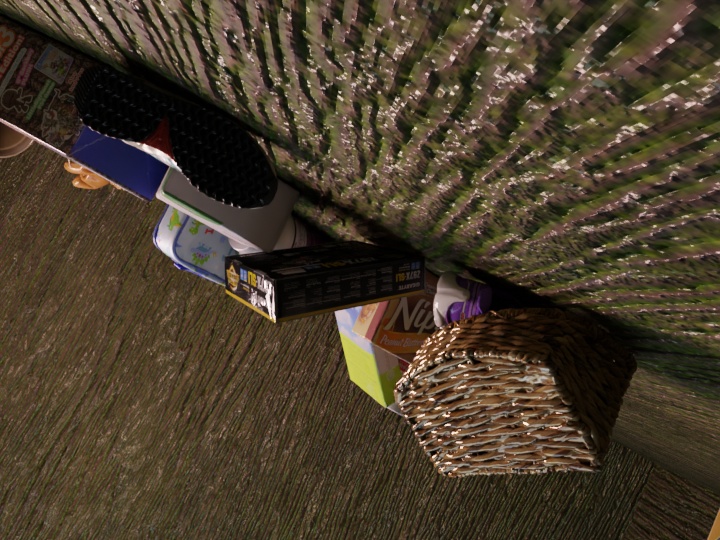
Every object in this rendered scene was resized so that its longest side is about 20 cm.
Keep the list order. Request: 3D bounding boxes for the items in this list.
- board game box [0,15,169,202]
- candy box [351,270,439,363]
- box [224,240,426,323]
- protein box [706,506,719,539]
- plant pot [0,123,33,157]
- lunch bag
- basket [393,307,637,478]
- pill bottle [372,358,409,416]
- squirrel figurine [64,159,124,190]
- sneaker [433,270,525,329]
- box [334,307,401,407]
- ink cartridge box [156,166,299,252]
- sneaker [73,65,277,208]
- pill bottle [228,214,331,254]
[{"bbox_3d":[-0.335,-0.184,0.672,0.195,0.099,0.159,27,175,14],"label":"board game box"},{"bbox_3d":[0.093,0.075,0.805,0.197,0.118,0.055,31,172,-34],"label":"candy box"},{"bbox_3d":[-0.045,0.005,0.687,0.194,0.051,0.158,-9,-164,-32],"label":"box"},{"bbox_3d":[0.767,0.526,1.127,0.133,0.205,0.197,22,173,42],"label":"protein box"},{"bbox_3d":[-1.199,-0.509,1.915,0.173,0.201,0.200,44,180,16],"label":"plant pot"},{"bbox_3d":[-0.237,-0.065,0.971,0.081,0.165,0.199,22,174,36],"label":"lunch bag"},{"bbox_3d":[0.146,0.099,0.582,0.197,0.149,0.145,-24,103,47],"label":"basket"},{"bbox_3d":[0.097,0.147,1.026,0.106,0.205,0.109,25,176,2],"label":"pill bottle"},{"bbox_3d":[-0.719,-0.307,1.616,0.193,0.147,0.186,14,168,-16],"label":"squirrel figurine"},{"bbox_3d":[0.155,0.068,0.642,0.082,0.083,0.198,7,165,42],"label":"sneaker"},{"bbox_3d":[0.006,0.103,0.936,0.121,0.047,0.207,24,131,58],"label":"box"},{"bbox_3d":[-0.178,-0.098,0.750,0.142,0.086,0.199,29,175,-22],"label":"ink cartridge box"},{"bbox_3d":[-0.162,-0.128,0.553,0.195,0.072,0.094,27,-167,-5],"label":"sneaker"},{"bbox_3d":[-0.125,-0.032,0.969,0.111,0.115,0.199,23,173,39],"label":"pill bottle"}]
